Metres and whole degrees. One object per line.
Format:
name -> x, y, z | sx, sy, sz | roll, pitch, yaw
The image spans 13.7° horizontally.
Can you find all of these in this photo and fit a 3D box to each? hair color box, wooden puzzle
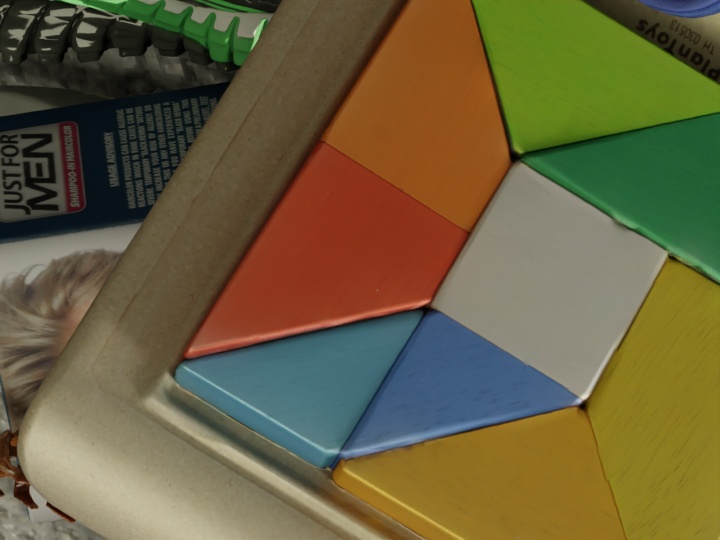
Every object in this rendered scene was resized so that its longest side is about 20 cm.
hair color box -> 0.000, 0.000, 0.806 | 0.199, 0.061, 0.100 | -9, 128, -3
wooden puzzle -> 0.043, 0.009, 0.717 | 0.184, 0.201, 0.037 | 31, 167, 0

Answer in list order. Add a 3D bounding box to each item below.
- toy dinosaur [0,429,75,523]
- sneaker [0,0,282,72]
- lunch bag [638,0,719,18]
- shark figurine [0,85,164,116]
toy dinosaur -> -0.010, 0.099, 0.777 | 0.199, 0.136, 0.102 | 14, 140, 14
sneaker -> -0.033, -0.099, 0.795 | 0.199, 0.078, 0.086 | 3, 110, 16
lunch bag -> 0.072, -0.168, 0.640 | 0.201, 0.075, 0.160 | 57, 140, 3
shark figurine -> -0.073, -0.008, 0.891 | 0.214, 0.090, 0.128 | 28, 135, 2
